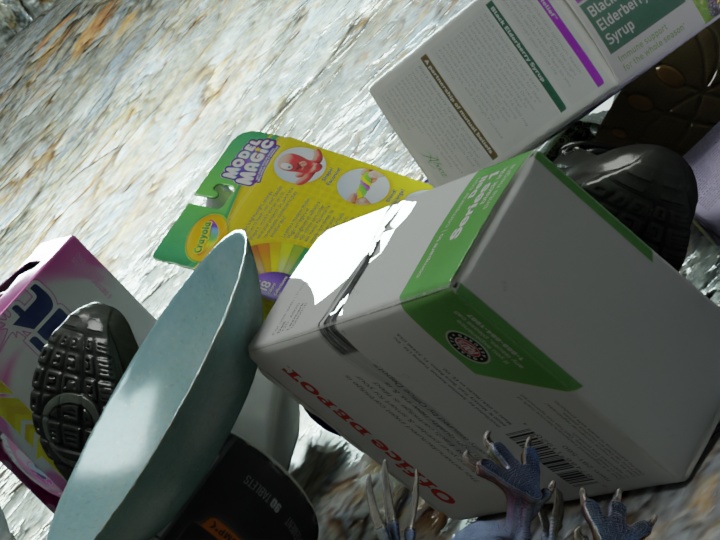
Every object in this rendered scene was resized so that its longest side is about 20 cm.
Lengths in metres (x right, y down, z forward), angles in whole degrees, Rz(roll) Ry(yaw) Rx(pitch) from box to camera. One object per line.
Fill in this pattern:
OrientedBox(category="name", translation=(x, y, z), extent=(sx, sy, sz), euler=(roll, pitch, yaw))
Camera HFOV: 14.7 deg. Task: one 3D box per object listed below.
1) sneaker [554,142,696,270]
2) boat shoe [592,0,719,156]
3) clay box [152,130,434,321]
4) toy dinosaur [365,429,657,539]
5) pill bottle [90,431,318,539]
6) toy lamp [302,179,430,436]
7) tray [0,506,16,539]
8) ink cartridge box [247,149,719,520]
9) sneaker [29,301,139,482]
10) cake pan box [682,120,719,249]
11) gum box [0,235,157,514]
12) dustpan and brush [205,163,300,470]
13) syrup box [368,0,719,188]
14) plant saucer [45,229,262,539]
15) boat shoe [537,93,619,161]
OrientedBox(category="sneaker", translation=(0.111, -0.028, 1.345), extent=(0.091, 0.076, 0.200), euler=(-68, 9, -22))
OrientedBox(category="boat shoe", translation=(0.190, -0.104, 1.485), extent=(0.200, 0.072, 0.068), euler=(-51, -1, -11))
OrientedBox(category="clay box", translation=(0.000, 0.000, 1.495), extent=(0.115, 0.199, 0.048), euler=(-56, -24, -37))
OrientedBox(category="toy dinosaur", translation=(0.040, 0.147, 1.190), extent=(0.201, 0.104, 0.182), euler=(-84, 19, -49))
OrientedBox(category="pill bottle", translation=(-0.115, 0.184, 1.457), extent=(0.200, 0.106, 0.106), euler=(-54, 17, -28))
OrientedBox(category="toy lamp", translation=(0.027, 0.012, 1.632), extent=(0.058, 0.058, 0.200), euler=(-30, 24, 44))
OrientedBox(category="tray", translation=(-0.191, 0.222, 1.475), extent=(0.022, 0.201, 0.108), euler=(3, 34, 16))
OrientedBox(category="ink cartridge box", translation=(0.060, 0.036, 1.290), extent=(0.200, 0.146, 0.085), euler=(-17, 37, 59))
OrientedBox(category="sneaker", translation=(-0.125, 0.102, 1.565), extent=(0.076, 0.201, 0.091), euler=(20, 39, 40))
OrientedBox(category="cake pan box", translation=(0.242, -0.076, 1.297), extent=(0.200, 0.052, 0.184), euler=(-45, 17, 3))
OrientedBox(category="gum box", translation=(-0.155, 0.083, 1.643), extent=(0.114, 0.200, 0.066), euler=(-49, 15, -20))
OrientedBox(category="dustpan and brush", translation=(-0.064, 0.033, 1.579), extent=(0.140, 0.057, 0.201), euler=(-73, -11, -61))
OrientedBox(category="syrup box", translation=(0.091, -0.111, 1.425), extent=(0.079, 0.082, 0.200), euler=(-35, 2, -29))
OrientedBox(category="plant saucer", translation=(-0.095, 0.075, 1.396), extent=(0.201, 0.039, 0.201), euler=(-55, 12, 18))
OrientedBox(category="boat shoe", translation=(0.144, -0.079, 1.553), extent=(0.201, 0.070, 0.072), euler=(-45, 25, 17))
